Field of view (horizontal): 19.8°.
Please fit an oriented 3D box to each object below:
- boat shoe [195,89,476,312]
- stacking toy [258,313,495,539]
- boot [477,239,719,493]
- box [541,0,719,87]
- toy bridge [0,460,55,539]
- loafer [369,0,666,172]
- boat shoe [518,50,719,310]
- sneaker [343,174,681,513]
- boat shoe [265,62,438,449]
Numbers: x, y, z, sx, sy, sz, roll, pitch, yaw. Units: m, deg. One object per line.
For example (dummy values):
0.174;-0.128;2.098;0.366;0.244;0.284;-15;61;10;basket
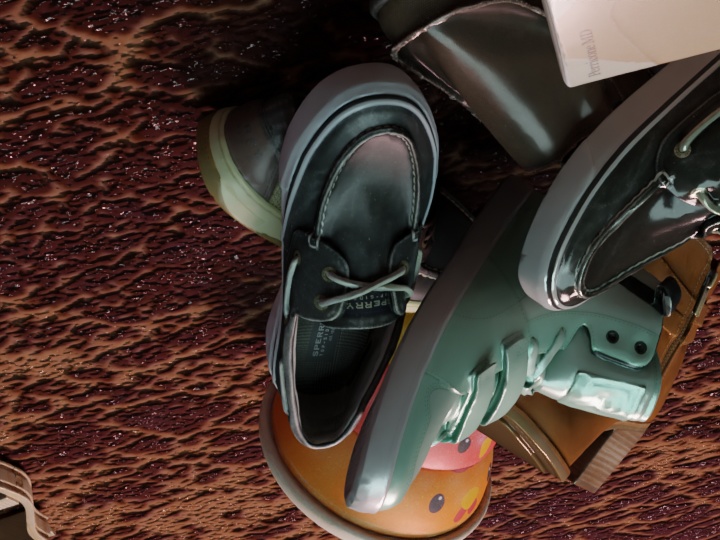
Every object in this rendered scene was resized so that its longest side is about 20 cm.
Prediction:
0.007;-0.032;0.995;0.065;0.073;0.200;-22;153;34;boat shoe
0.040;0.049;1.148;0.146;0.146;0.200;4;135;-28;stacking toy
0.126;0.032;1.101;0.155;0.074;0.200;-58;158;1;boot
0.164;-0.147;0.806;0.200;0.078;0.095;-14;155;8;box
-0.247;0.144;1.319;0.067;0.027;0.200;-20;154;16;toy bridge
0.083;-0.084;0.914;0.073;0.071;0.200;-28;150;33;loafer
0.153;-0.052;0.911;0.200;0.064;0.071;-47;145;1;boat shoe
0.077;0.051;0.954;0.118;0.201;0.074;30;144;5;sneaker
0.000;0.000;0.925;0.072;0.071;0.200;-4;135;-14;boat shoe
